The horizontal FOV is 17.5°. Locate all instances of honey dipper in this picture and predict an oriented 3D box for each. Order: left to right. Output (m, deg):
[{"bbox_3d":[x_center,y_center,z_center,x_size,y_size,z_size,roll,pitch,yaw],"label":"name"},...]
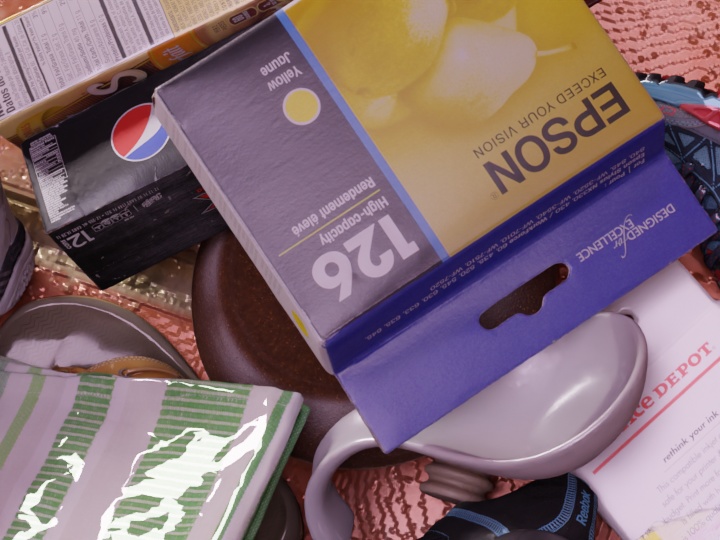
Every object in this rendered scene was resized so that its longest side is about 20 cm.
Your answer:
[{"bbox_3d":[0.075,0.022,1.202,0.038,0.038,0.201,15,82,12],"label":"honey dipper"}]

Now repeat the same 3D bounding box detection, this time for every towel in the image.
[{"bbox_3d":[-0.139,0.108,1.142,0.199,0.023,0.153,5,51,23],"label":"towel"}]

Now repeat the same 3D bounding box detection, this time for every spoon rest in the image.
[{"bbox_3d":[0.050,0.077,1.116,0.200,0.100,0.061,-29,118,27],"label":"spoon rest"}]

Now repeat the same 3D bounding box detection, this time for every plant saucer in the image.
[{"bbox_3d":[0.000,0.000,1.200,0.200,0.037,0.201,-6,70,17],"label":"plant saucer"}]

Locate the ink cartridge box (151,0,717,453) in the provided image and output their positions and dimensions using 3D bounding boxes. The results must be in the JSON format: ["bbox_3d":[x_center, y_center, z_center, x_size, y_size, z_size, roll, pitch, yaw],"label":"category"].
[{"bbox_3d":[0.037,-0.052,1.099,0.197,0.047,0.200,-34,80,-8],"label":"ink cartridge box"}]

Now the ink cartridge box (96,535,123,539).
[{"bbox_3d":[-0.195,0.181,1.191,0.199,0.104,0.060,-11,79,9],"label":"ink cartridge box"}]

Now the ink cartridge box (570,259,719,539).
[{"bbox_3d":[0.175,0.097,1.156,0.116,0.067,0.200,-41,78,2],"label":"ink cartridge box"}]

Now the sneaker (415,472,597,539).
[{"bbox_3d":[0.042,0.164,1.153,0.200,0.082,0.073,-28,115,37],"label":"sneaker"}]

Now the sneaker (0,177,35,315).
[{"bbox_3d":[-0.229,0.003,1.173,0.075,0.115,0.200,3,39,17],"label":"sneaker"}]

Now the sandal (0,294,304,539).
[{"bbox_3d":[-0.111,0.083,1.216,0.200,0.054,0.080,43,90,14],"label":"sandal"}]

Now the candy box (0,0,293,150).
[{"bbox_3d":[-0.094,-0.124,1.215,0.200,0.115,0.055,-26,76,5],"label":"candy box"}]

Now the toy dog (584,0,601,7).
[{"bbox_3d":[0.073,-0.177,1.196,0.096,0.132,0.200,-32,84,37],"label":"toy dog"}]

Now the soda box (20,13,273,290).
[{"bbox_3d":[-0.066,-0.069,1.185,0.200,0.071,0.063,-25,58,7],"label":"soda box"}]

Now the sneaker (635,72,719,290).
[{"bbox_3d":[0.194,-0.028,1.167,0.200,0.079,0.096,29,89,14],"label":"sneaker"}]
